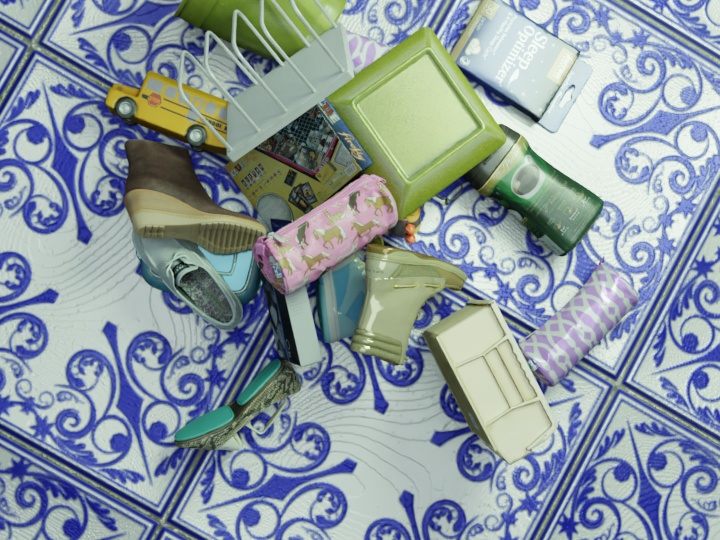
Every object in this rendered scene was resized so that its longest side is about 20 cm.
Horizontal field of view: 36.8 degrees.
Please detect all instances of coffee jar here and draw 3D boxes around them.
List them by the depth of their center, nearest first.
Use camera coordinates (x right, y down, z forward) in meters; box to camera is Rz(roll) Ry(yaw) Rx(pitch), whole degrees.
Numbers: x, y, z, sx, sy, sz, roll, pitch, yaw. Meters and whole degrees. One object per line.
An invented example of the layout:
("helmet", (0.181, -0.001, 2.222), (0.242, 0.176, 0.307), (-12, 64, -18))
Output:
("coffee jar", (0.247, -0.119, 1.571), (0.199, 0.085, 0.105), (39, 89, -3))

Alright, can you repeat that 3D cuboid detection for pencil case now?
("pencil case", (-0.044, -0.049, 1.437), (0.199, 0.087, 0.083), (-32, 77, -17))
("pencil case", (0.044, -0.276, 1.554), (0.198, 0.084, 0.086), (19, 106, -3))
("pencil case", (0.313, 0.079, 1.575), (0.200, 0.084, 0.086), (-42, 68, -6))

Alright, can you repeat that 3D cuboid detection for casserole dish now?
("casserole dish", (-0.227, -0.020, 1.556), (0.198, 0.039, 0.123), (12, 87, -3))

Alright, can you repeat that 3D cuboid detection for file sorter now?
("file sorter", (-0.128, -0.271, 1.407), (0.199, 0.139, 0.125), (-32, 124, 18))

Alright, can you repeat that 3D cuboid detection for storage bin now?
("storage bin", (0.176, 0.150, 1.499), (0.093, 0.200, 0.200), (-28, 90, -4))

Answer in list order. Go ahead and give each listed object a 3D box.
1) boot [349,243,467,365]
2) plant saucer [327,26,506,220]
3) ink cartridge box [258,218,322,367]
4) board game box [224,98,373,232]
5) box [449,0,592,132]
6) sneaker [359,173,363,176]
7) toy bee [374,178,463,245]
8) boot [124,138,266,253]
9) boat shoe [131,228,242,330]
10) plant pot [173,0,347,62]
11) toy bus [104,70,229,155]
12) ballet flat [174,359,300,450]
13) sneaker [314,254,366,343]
("boot", (0.067, 0.054, 1.494), (0.072, 0.199, 0.157), (10, 88, 39))
("plant saucer", (0.075, -0.207, 1.477), (0.199, 0.048, 0.201), (-36, 91, -9))
("ink cartridge box", (-0.106, 0.029, 1.515), (0.039, 0.099, 0.202), (-14, 99, -21))
("board game box", (-0.089, -0.148, 1.508), (0.199, 0.035, 0.136), (-36, 91, 40))
("box", (0.240, -0.307, 1.604), (0.199, 0.032, 0.122), (32, 86, -4))
("sneaker", (-0.050, -0.183, 1.553), (0.197, 0.081, 0.078), (10, 89, -3))
("toy bee", (0.043, -0.086, 1.533), (0.198, 0.109, 0.131), (-21, 129, 15))
("boot", (-0.233, -0.112, 1.520), (0.198, 0.073, 0.168), (7, 50, -24))
("boat shoe", (-0.239, 0.002, 1.499), (0.201, 0.072, 0.070), (45, 86, -1))
("plant pot", (-0.128, -0.384, 1.511), (0.192, 0.200, 0.202), (33, 86, -14))
("toy bus", (-0.259, -0.224, 1.546), (0.198, 0.065, 0.079), (21, 86, -3))
("ballet flat", (-0.168, 0.210, 1.545), (0.199, 0.068, 0.076), (-36, 111, -6))
("sneaker", (0.000, 0.000, 1.542), (0.129, 0.080, 0.202), (-6, 112, -7))
